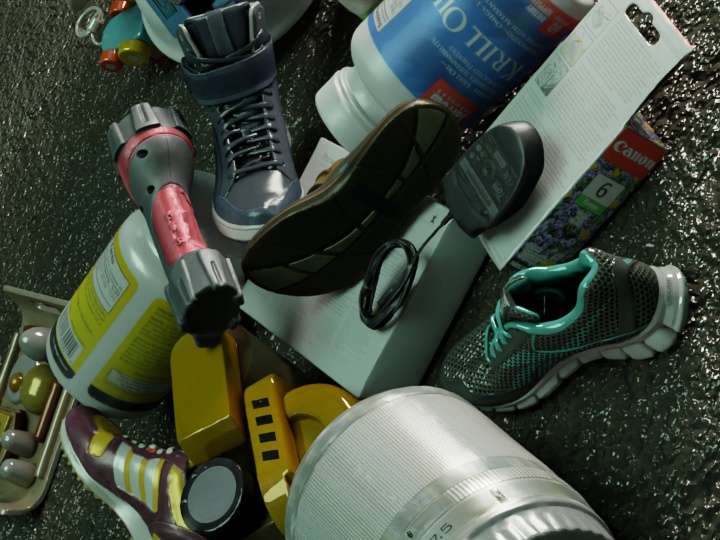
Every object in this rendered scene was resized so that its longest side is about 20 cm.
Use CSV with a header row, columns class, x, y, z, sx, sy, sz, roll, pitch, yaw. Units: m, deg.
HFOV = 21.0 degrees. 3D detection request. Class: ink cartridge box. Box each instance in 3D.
class,x,y,z,sx,sy,sz,roll,pitch,yaw
ink cartridge box,0.154,-0.096,1.333,0.200,0.050,0.109,-49,40,20

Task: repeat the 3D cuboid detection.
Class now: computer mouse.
class,x,y,z,sx,sy,sz,roll,pitch,yaw
computer mouse,0.064,-0.029,1.346,0.200,0.034,0.059,-46,58,32

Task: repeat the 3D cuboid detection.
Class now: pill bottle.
class,x,y,z,sx,sy,sz,roll,pitch,yaw
pill bottle,-0.166,0.019,1.592,0.200,0.114,0.115,-50,39,33
pill bottle,0.064,-0.165,1.417,0.200,0.112,0.113,-43,42,22

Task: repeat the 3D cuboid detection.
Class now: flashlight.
class,x,y,z,sx,sy,sz,roll,pitch,yaw
flashlight,-0.136,-0.040,1.450,0.068,0.068,0.200,-36,47,10

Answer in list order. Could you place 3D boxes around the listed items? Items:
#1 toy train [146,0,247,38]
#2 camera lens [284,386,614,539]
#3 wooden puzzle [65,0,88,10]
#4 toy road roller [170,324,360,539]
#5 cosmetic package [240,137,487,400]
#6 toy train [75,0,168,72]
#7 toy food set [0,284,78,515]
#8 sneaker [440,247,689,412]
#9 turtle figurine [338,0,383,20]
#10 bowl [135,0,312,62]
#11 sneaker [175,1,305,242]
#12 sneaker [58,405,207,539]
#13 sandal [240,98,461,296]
class,x,y,z,sx,sy,sz,roll,pitch,yaw
toy train,-0.094,-0.275,1.578,0.200,0.087,0.114,-42,12,-21
camera lens,0.057,0.177,1.214,0.200,0.160,0.161,38,101,52
wooden puzzle,-0.211,-0.353,1.808,0.185,0.037,0.200,-52,12,29
toy road roller,-0.045,0.119,1.413,0.146,0.123,0.201,-29,49,20
cosmetic package,0.000,0.000,1.469,0.200,0.052,0.151,34,99,53
toy train,-0.186,-0.276,1.848,0.200,0.055,0.150,-52,38,14
toy food set,-0.326,0.119,1.800,0.143,0.060,0.201,10,79,52
sneaker,0.115,0.032,1.277,0.200,0.091,0.078,-29,49,39
turtle figurine,0.069,-0.273,1.512,0.194,0.199,0.145,-41,63,59
bowl,-0.130,-0.287,1.701,0.200,0.090,0.202,-12,62,24
sneaker,-0.094,-0.121,1.492,0.076,0.147,0.203,-13,31,0
sneaker,-0.159,0.163,1.544,0.090,0.075,0.200,-50,62,14
sandal,-0.006,-0.056,1.407,0.200,0.082,0.055,-48,24,23
